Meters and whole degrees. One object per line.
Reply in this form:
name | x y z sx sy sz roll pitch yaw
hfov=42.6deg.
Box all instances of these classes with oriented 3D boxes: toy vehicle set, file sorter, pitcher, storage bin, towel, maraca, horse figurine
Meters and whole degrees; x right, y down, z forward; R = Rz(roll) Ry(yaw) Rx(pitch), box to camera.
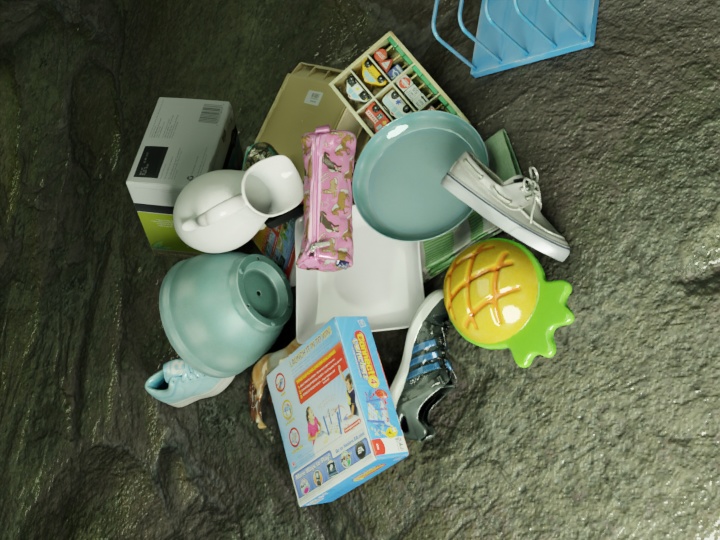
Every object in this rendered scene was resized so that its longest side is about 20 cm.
toy vehicle set | 0.059 -0.246 1.379 0.124 0.027 0.200 -40 71 8
file sorter | 0.216 -0.379 1.293 0.200 0.123 0.139 -6 67 43
pitcher | -0.205 -0.088 1.355 0.200 0.171 0.121 -18 97 43
storage bin | -0.066 -0.228 1.524 0.200 0.094 0.199 25 89 49
towel | 0.140 -0.090 1.300 0.200 0.023 0.153 -35 48 28
maraca | 0.178 0.036 1.137 0.200 0.107 0.137 36 104 47
horse figurine | -0.112 0.160 1.412 0.200 0.050 0.133 -33 56 27

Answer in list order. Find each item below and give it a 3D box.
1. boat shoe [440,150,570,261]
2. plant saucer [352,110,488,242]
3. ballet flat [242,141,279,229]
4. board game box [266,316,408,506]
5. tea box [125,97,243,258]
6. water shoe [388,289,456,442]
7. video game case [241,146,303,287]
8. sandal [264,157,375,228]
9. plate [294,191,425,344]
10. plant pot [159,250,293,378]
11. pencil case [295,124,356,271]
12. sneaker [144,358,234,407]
boat shoe | 0.200 -0.095 1.185 0.202 0.075 0.086 40 105 33
plant saucer | 0.085 -0.130 1.300 0.200 0.027 0.200 -7 68 19
ballet flat | -0.169 -0.111 1.472 0.075 0.068 0.200 46 133 21
board game box | -0.038 0.192 1.248 0.200 0.056 0.196 -42 57 45
tea box | -0.289 -0.155 1.584 0.133 0.197 0.200 6 55 7
water shoe | 0.096 0.127 1.218 0.079 0.071 0.200 20 91 29
video game case | -0.146 -0.089 1.514 0.200 0.017 0.143 51 138 33
sandal | -0.068 -0.125 1.383 0.200 0.045 0.075 -26 25 17
plate | 0.000 0.000 1.328 0.199 0.032 0.200 -11 69 23
plant pot | -0.190 0.052 1.429 0.134 0.200 0.201 -24 55 35
pencil case | -0.047 -0.099 1.297 0.087 0.083 0.200 166 108 -67
sneaker | -0.286 0.175 1.554 0.200 0.082 0.074 -33 51 30
